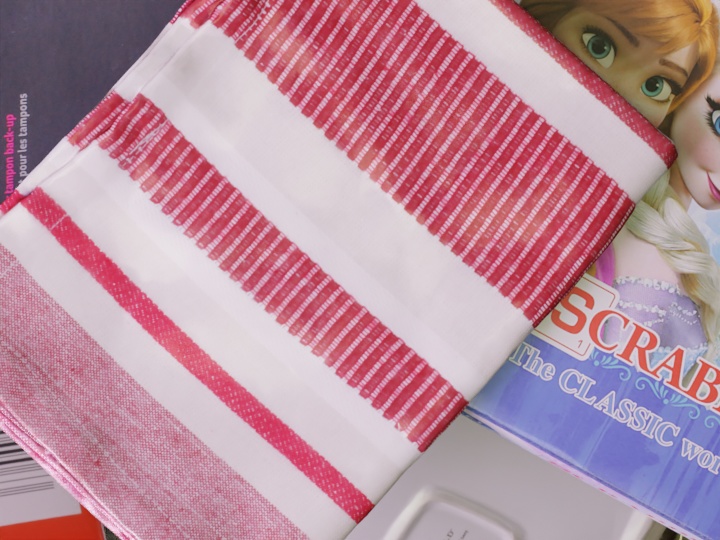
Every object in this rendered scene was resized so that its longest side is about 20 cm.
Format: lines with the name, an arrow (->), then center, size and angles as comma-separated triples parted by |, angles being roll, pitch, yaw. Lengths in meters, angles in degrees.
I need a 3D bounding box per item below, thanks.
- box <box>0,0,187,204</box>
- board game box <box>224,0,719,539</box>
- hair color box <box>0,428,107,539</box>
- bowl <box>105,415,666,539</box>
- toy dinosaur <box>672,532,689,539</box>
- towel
box -> -0.146, -0.063, 0.737 | 0.200, 0.106, 0.122 | -8, 125, -21
board game box -> 0.090, -0.036, 0.700 | 0.200, 0.041, 0.200 | 28, 85, -3
hair color box -> -0.138, 0.086, 0.763 | 0.064, 0.200, 0.111 | -7, 71, -20
bowl -> 0.018, 0.084, 0.779 | 0.200, 0.075, 0.200 | 28, 101, -28
toy dinosaur -> 0.114, 0.158, 0.848 | 0.047, 0.088, 0.200 | 19, 108, 34
towel -> -0.020, -0.009, 0.658 | 0.144, 0.023, 0.200 | 42, 85, -1
